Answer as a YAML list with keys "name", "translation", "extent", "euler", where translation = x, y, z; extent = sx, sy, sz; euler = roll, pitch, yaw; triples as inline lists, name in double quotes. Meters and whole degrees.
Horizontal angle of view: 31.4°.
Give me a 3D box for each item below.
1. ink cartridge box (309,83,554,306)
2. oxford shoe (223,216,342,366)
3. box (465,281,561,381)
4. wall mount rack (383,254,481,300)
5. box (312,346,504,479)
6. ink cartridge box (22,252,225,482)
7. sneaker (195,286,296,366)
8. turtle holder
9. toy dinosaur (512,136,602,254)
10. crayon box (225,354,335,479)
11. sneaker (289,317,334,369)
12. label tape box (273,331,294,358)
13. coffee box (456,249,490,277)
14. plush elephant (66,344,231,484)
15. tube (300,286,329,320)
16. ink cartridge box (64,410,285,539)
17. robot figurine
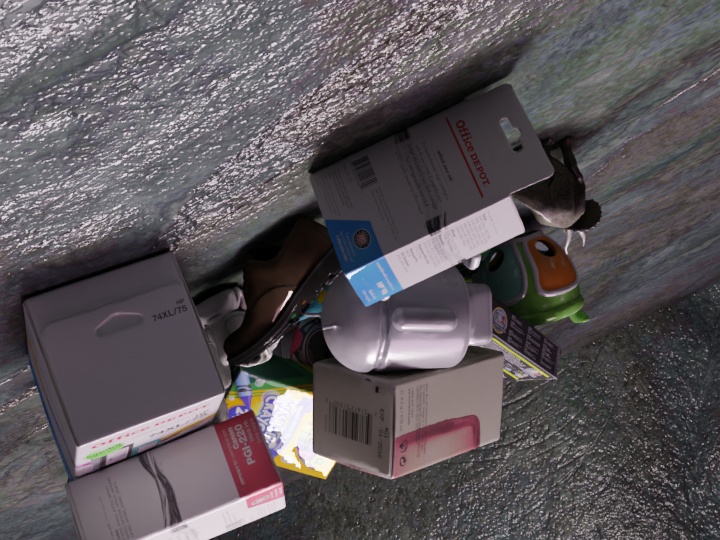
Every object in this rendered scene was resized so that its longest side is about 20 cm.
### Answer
- name: "ink cartridge box"
  translation: [0.067, -0.068, 1.130]
  extent: [0.198, 0.117, 0.068]
  euler: [-25, 147, 6]
- name: "oxford shoe"
  translation: [-0.089, 0.019, 1.300]
  extent: [0.200, 0.084, 0.073]
  euler: [-49, 178, 31]
- name: "box"
  translation: [0.131, 0.082, 1.594]
  extent: [0.159, 0.045, 0.199]
  euler: [-9, 148, 43]
- name: "wall mount rack"
  translation: [0.066, -0.065, 1.283]
  extent: [0.198, 0.075, 0.175]
  euler: [-18, 133, -26]
- name: "box"
  translation: [0.055, 0.150, 1.456]
  extent: [0.127, 0.111, 0.199]
  euler: [10, -166, 42]
- name: "ink cartridge box"
  translation: [-0.229, 0.100, 1.225]
  extent: [0.145, 0.147, 0.200]
  euler: [-19, 165, -18]
- name: "sneaker"
  translation: [-0.123, 0.071, 1.450]
  extent: [0.075, 0.082, 0.200]
  euler: [-30, 167, 18]
- name: "turtle holder"
  translation: [0.209, 0.019, 1.700]
  extent: [0.139, 0.133, 0.185]
  euler: [-17, -174, -15]
- name: "toy dinosaur"
  translation: [0.209, -0.084, 1.372]
  extent: [0.076, 0.103, 0.199]
  euler: [-29, 167, 22]
- name: "crayon box"
  translation: [-0.077, 0.175, 1.529]
  extent: [0.198, 0.052, 0.126]
  euler: [18, 122, -20]
- name: "sneaker"
  translation: [0.000, 0.107, 1.562]
  extent: [0.198, 0.082, 0.074]
  euler: [20, 175, -35]
- name: "label tape box"
  translation: [-0.024, 0.118, 1.732]
  extent: [0.199, 0.067, 0.143]
  euler: [-33, 139, 29]
- name: "coffee box"
  translation: [0.098, -0.024, 1.540]
  extent: [0.122, 0.044, 0.200]
  euler: [-20, 166, -12]
- name: "plush elephant"
  translation: [-0.217, 0.159, 1.427]
  extent: [0.153, 0.166, 0.201]
  euler: [20, 131, -12]
- name: "tube"
  translation: [0.000, 0.000, 1.453]
  extent: [0.199, 0.051, 0.077]
  euler: [-34, -174, 39]
- name: "ink cartridge box"
  translation: [-0.182, 0.227, 1.279]
  extent: [0.198, 0.086, 0.146]
  euler: [-23, 162, -10]
- name: "robot figurine"
  translation: [0.043, 0.050, 1.377]
  extent: [0.197, 0.115, 0.169]
  euler: [-2, 177, -19]
